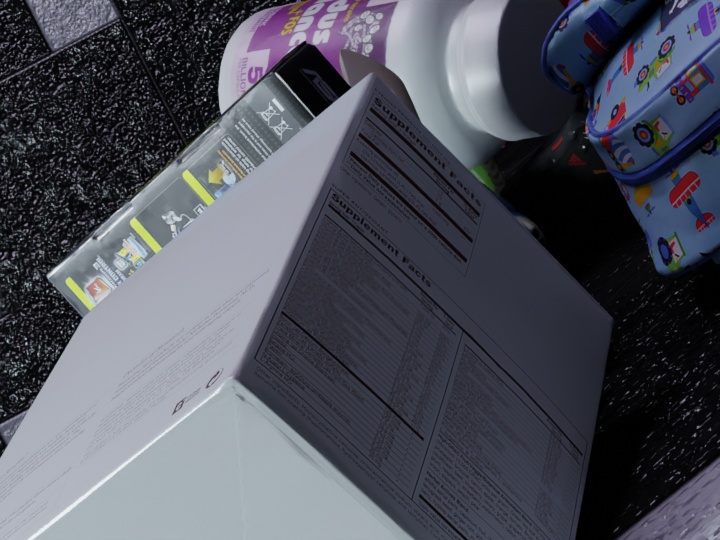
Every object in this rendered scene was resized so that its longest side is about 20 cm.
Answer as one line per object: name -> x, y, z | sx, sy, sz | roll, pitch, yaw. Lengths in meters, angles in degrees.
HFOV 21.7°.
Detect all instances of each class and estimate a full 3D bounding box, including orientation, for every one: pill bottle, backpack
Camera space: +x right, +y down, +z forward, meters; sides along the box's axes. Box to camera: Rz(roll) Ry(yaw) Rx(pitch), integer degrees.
pill bottle -> 0.023, -0.110, 1.085 | 0.199, 0.113, 0.112 | -4, 31, 39
backpack -> 0.169, -0.097, 0.826 | 0.182, 0.135, 0.200 | -39, 10, 31

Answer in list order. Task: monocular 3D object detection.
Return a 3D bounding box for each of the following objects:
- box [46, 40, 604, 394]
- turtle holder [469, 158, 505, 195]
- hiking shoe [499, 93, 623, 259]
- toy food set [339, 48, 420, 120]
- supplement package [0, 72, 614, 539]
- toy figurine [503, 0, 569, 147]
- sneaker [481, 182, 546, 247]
box -> -0.017, 0.026, 0.821 | 0.160, 0.200, 0.044 | -39, 6, 32
turtle holder -> 0.016, -0.028, 1.291 | 0.141, 0.132, 0.185 | -44, 6, -22
hiking shoe -> 0.159, -0.090, 1.092 | 0.200, 0.076, 0.101 | -37, 11, 44
toy food set -> -0.001, 0.007, 0.922 | 0.144, 0.060, 0.202 | -106, 19, -68
supplement package -> -0.030, 0.074, 0.695 | 0.191, 0.147, 0.200 | -37, 17, 32
toy figurine -> 0.140, -0.144, 1.174 | 0.184, 0.151, 0.199 | -32, 25, -36
sneaker -> 0.000, 0.000, 1.058 | 0.198, 0.079, 0.089 | -16, 40, -16
